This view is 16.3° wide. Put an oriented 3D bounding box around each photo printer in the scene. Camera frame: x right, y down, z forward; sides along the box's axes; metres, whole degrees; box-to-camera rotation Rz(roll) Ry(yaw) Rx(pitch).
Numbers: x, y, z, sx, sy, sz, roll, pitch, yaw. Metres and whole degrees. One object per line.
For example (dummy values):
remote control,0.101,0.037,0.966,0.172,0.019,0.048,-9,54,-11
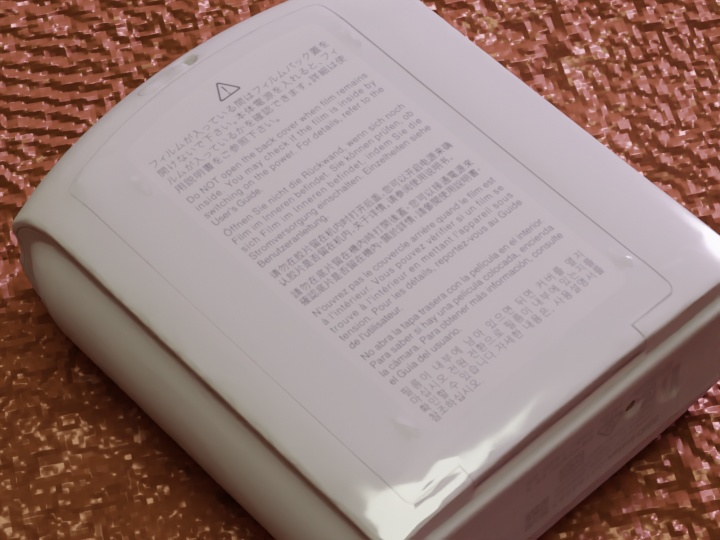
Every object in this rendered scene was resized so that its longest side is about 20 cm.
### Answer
photo printer,0.000,0.000,0.791,0.166,0.070,0.200,-37,60,-23
